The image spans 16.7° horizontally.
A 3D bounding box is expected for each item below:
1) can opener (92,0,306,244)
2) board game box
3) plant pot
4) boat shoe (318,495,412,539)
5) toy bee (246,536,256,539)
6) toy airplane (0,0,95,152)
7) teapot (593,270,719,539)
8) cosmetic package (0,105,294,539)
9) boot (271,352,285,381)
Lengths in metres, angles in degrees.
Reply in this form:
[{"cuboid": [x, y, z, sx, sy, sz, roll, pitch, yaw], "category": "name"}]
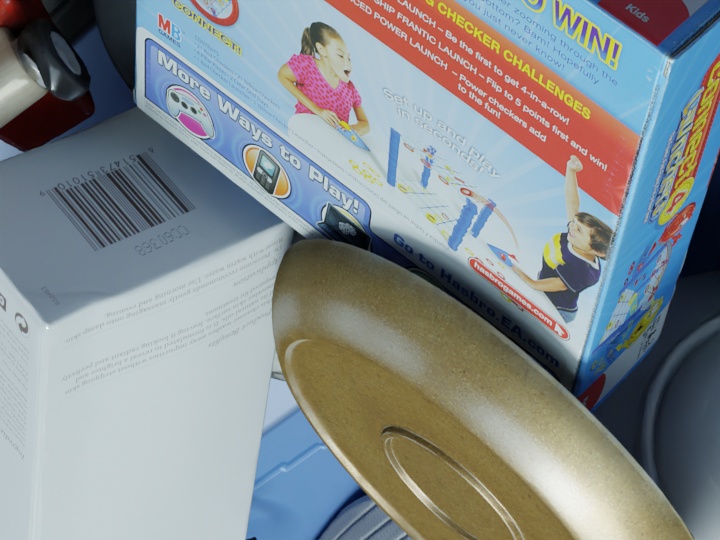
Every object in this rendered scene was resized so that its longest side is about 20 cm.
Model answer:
[{"cuboid": [-0.038, -0.046, 0.940, 0.067, 0.053, 0.200, -21, 98, 40], "category": "can opener"}, {"cuboid": [0.018, -0.073, 0.767, 0.200, 0.056, 0.196, 38, 150, 19], "category": "board game box"}, {"cuboid": [0.039, 0.070, 0.851, 0.200, 0.027, 0.200, 38, 162, 15], "category": "plant pot"}, {"cuboid": [0.006, 0.166, 1.173, 0.071, 0.072, 0.200, 19, 143, -19], "category": "boat shoe"}, {"cuboid": [-0.153, 0.120, 1.119, 0.200, 0.109, 0.131, -11, 86, 7], "category": "toy bee"}, {"cuboid": [-0.182, -0.139, 0.866, 0.200, 0.141, 0.199, 4, 124, -14], "category": "toy airplane"}, {"cuboid": [0.163, 0.080, 0.949, 0.197, 0.200, 0.146, 50, 163, 10], "category": "teapot"}, {"cuboid": [-0.098, 0.042, 0.933, 0.113, 0.081, 0.200, -24, 146, -31], "category": "cosmetic package"}, {"cuboid": [0.000, 0.000, 1.026, 0.200, 0.068, 0.131, 20, 137, 1], "category": "boot"}]
